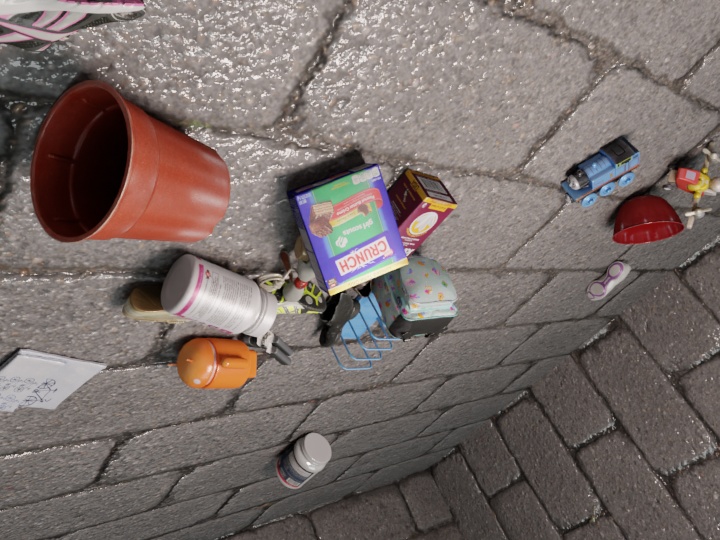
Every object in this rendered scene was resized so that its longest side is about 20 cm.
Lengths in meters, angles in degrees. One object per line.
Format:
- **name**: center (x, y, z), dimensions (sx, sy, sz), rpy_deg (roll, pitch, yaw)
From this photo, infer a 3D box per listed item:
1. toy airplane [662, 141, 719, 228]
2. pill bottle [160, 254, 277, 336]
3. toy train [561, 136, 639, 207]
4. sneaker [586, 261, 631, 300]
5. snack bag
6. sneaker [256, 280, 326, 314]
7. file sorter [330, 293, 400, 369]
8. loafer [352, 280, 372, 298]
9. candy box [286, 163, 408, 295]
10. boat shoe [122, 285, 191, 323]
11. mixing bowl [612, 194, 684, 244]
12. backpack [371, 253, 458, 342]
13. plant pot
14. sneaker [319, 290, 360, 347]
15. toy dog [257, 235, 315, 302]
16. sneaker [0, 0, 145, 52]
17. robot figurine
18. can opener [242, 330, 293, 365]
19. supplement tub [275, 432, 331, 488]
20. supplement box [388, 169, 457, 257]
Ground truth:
- **toy airplane**: center (1.006, -0.250, 1.705), dimensions (0.199, 0.141, 0.200), rpy_deg (-36, 118, -24)
- **pill bottle**: center (-0.265, 0.055, 1.108), dimensions (0.200, 0.114, 0.113), rpy_deg (26, 121, -39)
- **toy train**: center (0.610, -0.246, 1.473), dimensions (0.200, 0.087, 0.114), rpy_deg (-29, 141, 5)
- **sneaker**: center (0.960, 0.047, 2.225), dimensions (0.099, 0.075, 0.200), rpy_deg (-1, 140, -38)
- **snack bag**: center (-0.657, 0.232, 1.178), dimensions (0.188, 0.021, 0.200), rpy_deg (-37, 149, 13)
- **sneaker**: center (-0.165, 0.064, 1.306), dimensions (0.200, 0.076, 0.076), rpy_deg (14, 141, -40)
- **file sorter**: center (0.024, 0.163, 1.554), dimensions (0.139, 0.123, 0.200), rpy_deg (8, 134, -46)
- **loafer**: center (0.000, 0.000, 1.333), dimensions (0.073, 0.071, 0.200), rpy_deg (-28, 151, -2)
- **candy box**: center (-0.023, -0.077, 1.081), dimensions (0.169, 0.077, 0.201), rpy_deg (-23, 109, -12)
- **boat shoe**: center (-0.363, 0.071, 1.139), dimensions (0.200, 0.072, 0.065), rpy_deg (3, 150, -44)
- **mixing bowl**: center (0.862, -0.161, 1.758), dimensions (0.199, 0.109, 0.200), rpy_deg (-3, 163, -1)
- **backpack**: center (0.125, 0.048, 1.391), dimensions (0.175, 0.200, 0.154), rpy_deg (-5, 137, -29)
- **plant pot**: center (-0.297, -0.124, 0.787), dimensions (0.201, 0.201, 0.195), rpy_deg (-41, 157, 20)
- **sneaker**: center (-0.073, 0.120, 1.473), dimensions (0.104, 0.060, 0.200), rpy_deg (8, 129, -48)
- **toy dog**: center (-0.113, -0.024, 1.194), dimensions (0.200, 0.097, 0.132), rpy_deg (-31, 138, 30)
- **sneaker**: center (-0.337, -0.282, 0.625), dimensions (0.199, 0.081, 0.086), rpy_deg (-8, 157, -19)
- **robot figurine**: center (-0.334, 0.214, 1.332), dimensions (0.200, 0.144, 0.117), rpy_deg (12, 111, -47)
- **can opener**: center (-0.228, 0.189, 1.465), dimensions (0.066, 0.053, 0.200), rpy_deg (0, 155, 20)
- **supplement tub**: center (-0.215, 0.716, 2.181), dimensions (0.140, 0.141, 0.200), rpy_deg (9, 134, -47)
- **supplement box**: center (0.092, -0.107, 1.233), dimensions (0.110, 0.086, 0.200), rpy_deg (5, 136, -45)
